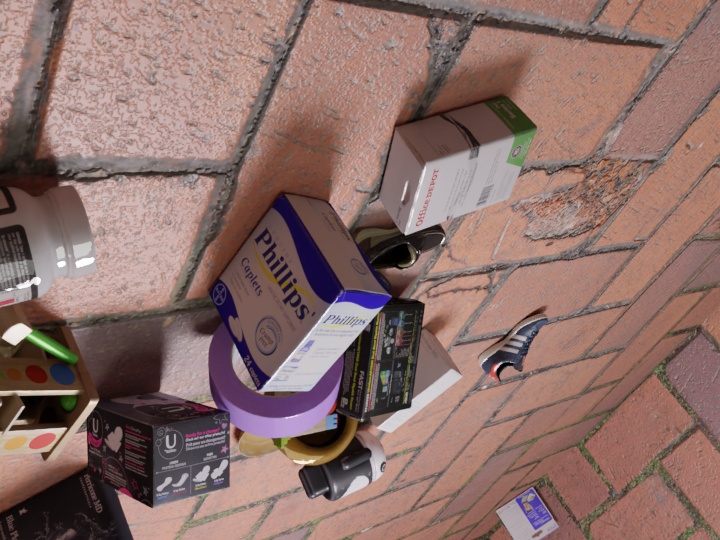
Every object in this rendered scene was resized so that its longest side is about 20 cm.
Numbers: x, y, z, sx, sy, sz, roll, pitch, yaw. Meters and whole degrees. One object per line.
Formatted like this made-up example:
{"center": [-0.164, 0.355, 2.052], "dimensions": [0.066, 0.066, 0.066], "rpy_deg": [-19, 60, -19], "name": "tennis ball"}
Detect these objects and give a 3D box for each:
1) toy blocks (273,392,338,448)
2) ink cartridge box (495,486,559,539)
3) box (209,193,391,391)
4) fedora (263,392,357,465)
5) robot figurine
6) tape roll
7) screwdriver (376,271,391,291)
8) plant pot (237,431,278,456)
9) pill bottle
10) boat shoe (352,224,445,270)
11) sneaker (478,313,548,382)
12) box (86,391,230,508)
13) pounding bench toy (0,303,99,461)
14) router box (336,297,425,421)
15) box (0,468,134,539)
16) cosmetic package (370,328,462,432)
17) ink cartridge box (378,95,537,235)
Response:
{"center": [-0.079, 0.197, 1.359], "dimensions": [0.136, 0.099, 0.202], "rpy_deg": [-2, 95, -40], "name": "toy blocks"}
{"center": [0.717, 1.074, 3.395], "dimensions": [0.197, 0.201, 0.043], "rpy_deg": [-30, 153, -7], "name": "ink cartridge box"}
{"center": [-0.088, 0.032, 1.071], "dimensions": [0.104, 0.185, 0.200], "rpy_deg": [9, 129, -49], "name": "box"}
{"center": [-0.100, 0.254, 1.435], "dimensions": [0.199, 0.203, 0.082], "rpy_deg": [-15, -178, -31], "name": "fedora"}
{"center": [-0.037, 0.443, 1.779], "dimensions": [0.198, 0.150, 0.126], "rpy_deg": [-19, 112, -25], "name": "robot figurine"}
{"center": [-0.126, 0.144, 1.176], "dimensions": [0.199, 0.201, 0.066], "rpy_deg": [-21, 149, -22], "name": "tape roll"}
{"center": [0.000, 0.000, 1.276], "dimensions": [0.200, 0.028, 0.029], "rpy_deg": [30, 83, -57], "name": "screwdriver"}
{"center": [-0.154, 0.295, 1.546], "dimensions": [0.199, 0.028, 0.201], "rpy_deg": [-25, 150, -16], "name": "plant pot"}
{"center": [-0.373, -0.018, 0.774], "dimensions": [0.198, 0.117, 0.117], "rpy_deg": [-16, 146, -29], "name": "pill bottle"}
{"center": [0.065, -0.033, 1.251], "dimensions": [0.199, 0.065, 0.074], "rpy_deg": [-13, 142, -36], "name": "boat shoe"}
{"center": [0.380, 0.189, 1.878], "dimensions": [0.200, 0.085, 0.075], "rpy_deg": [-42, 150, 12], "name": "sneaker"}
{"center": [-0.295, 0.251, 1.147], "dimensions": [0.131, 0.199, 0.116], "rpy_deg": [-3, 95, -44], "name": "box"}
{"center": [-0.397, 0.124, 0.947], "dimensions": [0.200, 0.125, 0.155], "rpy_deg": [-48, 148, 23], "name": "pounding bench toy"}
{"center": [0.037, 0.150, 1.381], "dimensions": [0.149, 0.062, 0.202], "rpy_deg": [0, 99, -52], "name": "router box"}
{"center": [-0.478, 0.465, 1.289], "dimensions": [0.199, 0.197, 0.118], "rpy_deg": [-27, 149, -14], "name": "box"}
{"center": [0.096, 0.227, 1.619], "dimensions": [0.200, 0.113, 0.081], "rpy_deg": [-42, 150, 9], "name": "cosmetic package"}
{"center": [0.136, -0.151, 1.132], "dimensions": [0.198, 0.085, 0.147], "rpy_deg": [-19, 147, -25], "name": "ink cartridge box"}
